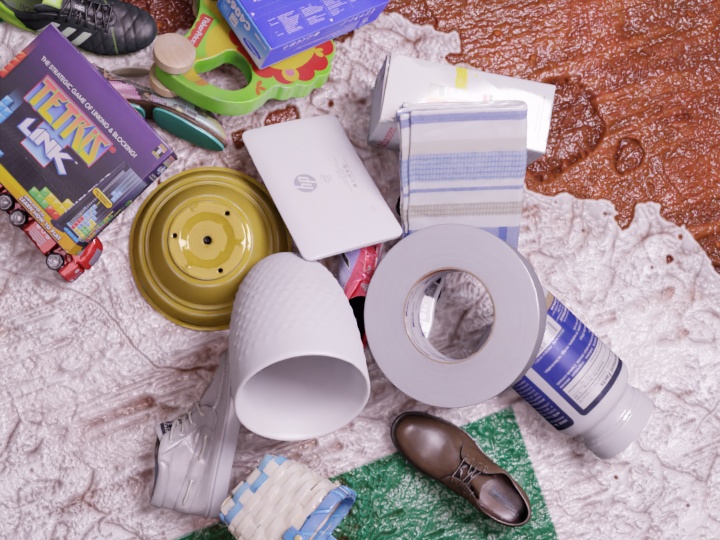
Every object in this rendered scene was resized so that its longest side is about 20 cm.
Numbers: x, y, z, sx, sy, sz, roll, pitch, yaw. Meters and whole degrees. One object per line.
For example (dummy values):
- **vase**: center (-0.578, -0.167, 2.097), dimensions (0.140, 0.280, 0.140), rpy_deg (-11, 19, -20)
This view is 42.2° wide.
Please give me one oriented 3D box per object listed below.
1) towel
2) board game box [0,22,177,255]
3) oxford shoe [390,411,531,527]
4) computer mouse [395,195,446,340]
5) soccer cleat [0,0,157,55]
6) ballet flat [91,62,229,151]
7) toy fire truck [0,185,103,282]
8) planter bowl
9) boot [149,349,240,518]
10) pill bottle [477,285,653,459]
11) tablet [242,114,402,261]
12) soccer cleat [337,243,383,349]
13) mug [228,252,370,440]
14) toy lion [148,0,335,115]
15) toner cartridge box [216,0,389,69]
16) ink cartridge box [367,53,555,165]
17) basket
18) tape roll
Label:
- **towel**: center (0.115, -0.102, 1.064), dimensions (0.145, 0.024, 0.202), rpy_deg (-3, 127, 2)
- **board game box**: center (-0.334, -0.146, 1.054), dimensions (0.165, 0.057, 0.200), rpy_deg (-45, 91, -3)
- **oxford shoe**: center (0.125, 0.233, 1.110), dimensions (0.199, 0.084, 0.073), rpy_deg (33, 84, -1)
- **computer mouse**: center (0.066, 0.014, 1.144), dimensions (0.108, 0.044, 0.202), rpy_deg (21, 80, -1)
- **soccer cleat**: center (-0.343, -0.305, 1.109), dimensions (0.197, 0.081, 0.068), rpy_deg (11, 84, -5)
- **ballet flat**: center (-0.246, -0.206, 1.123), dimensions (0.197, 0.069, 0.072), rpy_deg (17, 72, -2)
- **toy fire truck**: center (-0.357, -0.103, 1.105), dimensions (0.141, 0.049, 0.200), rpy_deg (-41, 90, -8)
- **planter bowl**: center (-0.179, -0.031, 1.101), dimensions (0.197, 0.083, 0.203), rpy_deg (1, 84, -6)
- **boot**: center (-0.191, 0.183, 1.083), dimensions (0.094, 0.074, 0.203), rpy_deg (10, 85, -12)
- **pill bottle**: center (0.246, 0.123, 1.116), dimensions (0.200, 0.116, 0.116), rpy_deg (43, 82, -1)
- **tablet**: center (-0.047, -0.103, 1.098), dimensions (0.129, 0.014, 0.201), rpy_deg (-15, 58, -24)
- **soccer cleat**: center (0.000, 0.000, 1.116), dimensions (0.066, 0.076, 0.203), rpy_deg (10, 86, -22)
- **mug**: center (-0.074, 0.090, 1.049), dimensions (0.146, 0.201, 0.177), rpy_deg (-8, 46, -6)
- **toy lion**: center (-0.130, -0.264, 1.117), dimensions (0.190, 0.069, 0.202), rpy_deg (27, 60, -6)
- **toner cartridge box**: center (-0.065, -0.321, 1.117), dimensions (0.199, 0.043, 0.095), rpy_deg (-32, 84, -34)
- **ink cartridge box**: center (0.113, -0.183, 1.117), dimensions (0.197, 0.145, 0.085), rpy_deg (11, 85, -5)
- **basket**: center (-0.050, 0.304, 1.042), dimensions (0.199, 0.177, 0.140), rpy_deg (33, 81, 17)
- **tape roll**: center (0.107, 0.050, 1.049), dimensions (0.198, 0.066, 0.203), rpy_deg (-1, 88, 19)
